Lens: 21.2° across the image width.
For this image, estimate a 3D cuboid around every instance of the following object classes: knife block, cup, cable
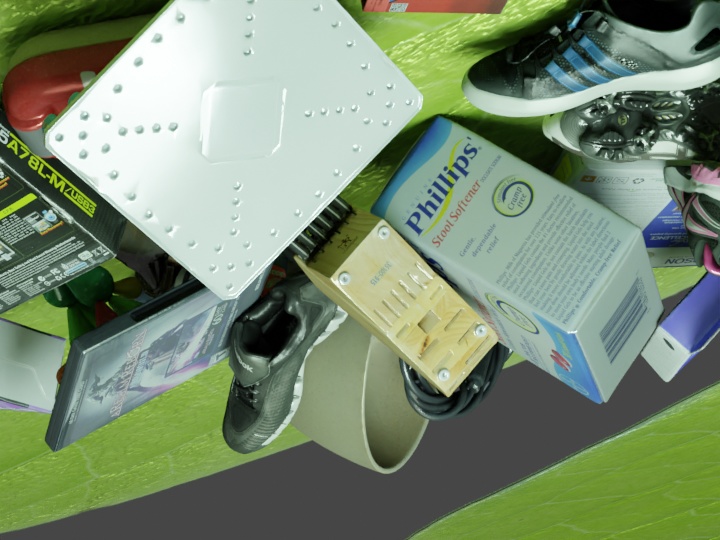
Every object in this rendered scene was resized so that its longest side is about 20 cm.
[{"bbox_3d":[0.000,0.000,1.552,0.200,0.064,0.175,44,174,-20],"label":"knife block"},{"bbox_3d":[-0.022,0.072,1.748,0.143,0.201,0.200,9,163,22],"label":"cup"},{"bbox_3d":[0.106,0.056,1.760,0.051,0.164,0.200,14,-171,31],"label":"cable"}]

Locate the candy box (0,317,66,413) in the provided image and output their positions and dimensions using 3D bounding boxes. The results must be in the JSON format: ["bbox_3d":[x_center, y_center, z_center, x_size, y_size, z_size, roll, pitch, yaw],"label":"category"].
[{"bbox_3d":[-0.389,0.071,1.688,0.199,0.072,0.167,0,166,37],"label":"candy box"}]

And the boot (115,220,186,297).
[{"bbox_3d":[-0.184,-0.035,1.606,0.097,0.075,0.200,27,161,-10],"label":"boot"}]

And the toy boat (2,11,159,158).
[{"bbox_3d":[-0.147,-0.099,1.350,0.199,0.131,0.131,-9,157,6],"label":"toy boat"}]

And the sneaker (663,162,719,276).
[{"bbox_3d":[0.275,-0.039,1.496,0.080,0.087,0.200,2,-178,8],"label":"sneaker"}]

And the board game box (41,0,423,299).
[{"bbox_3d":[-0.083,-0.105,1.292,0.200,0.026,0.200,-45,129,2],"label":"board game box"}]

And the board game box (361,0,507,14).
[{"bbox_3d":[0.071,-0.227,1.256,0.102,0.020,0.200,-2,157,-14],"label":"board game box"}]

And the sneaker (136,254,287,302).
[{"bbox_3d":[-0.138,0.028,1.710,0.075,0.085,0.200,13,150,-38],"label":"sneaker"}]

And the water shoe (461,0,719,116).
[{"bbox_3d":[0.167,-0.168,1.385,0.199,0.072,0.079,-9,129,9],"label":"water shoe"}]

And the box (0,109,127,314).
[{"bbox_3d":[-0.310,-0.047,1.452,0.199,0.048,0.193,-25,125,36],"label":"box"}]

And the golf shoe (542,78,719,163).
[{"bbox_3d":[0.234,-0.121,1.503,0.199,0.078,0.094,0,-178,-28],"label":"golf shoe"}]

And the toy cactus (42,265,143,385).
[{"bbox_3d":[-0.262,0.005,1.579,0.200,0.102,0.165,28,155,35],"label":"toy cactus"}]

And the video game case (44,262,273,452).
[{"bbox_3d":[-0.162,0.061,1.565,0.200,0.019,0.143,-30,157,-36],"label":"video game case"}]

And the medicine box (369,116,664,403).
[{"bbox_3d":[0.130,-0.007,1.554,0.200,0.103,0.182,31,170,24],"label":"medicine box"}]

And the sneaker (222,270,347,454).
[{"bbox_3d":[-0.082,0.076,1.632,0.090,0.066,0.200,-9,136,-52],"label":"sneaker"}]

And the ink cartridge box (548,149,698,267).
[{"bbox_3d":[0.250,-0.059,1.669,0.197,0.047,0.200,-2,158,-15],"label":"ink cartridge box"}]

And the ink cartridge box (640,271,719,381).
[{"bbox_3d":[0.324,-0.001,1.633,0.198,0.043,0.200,-46,173,-8],"label":"ink cartridge box"}]
